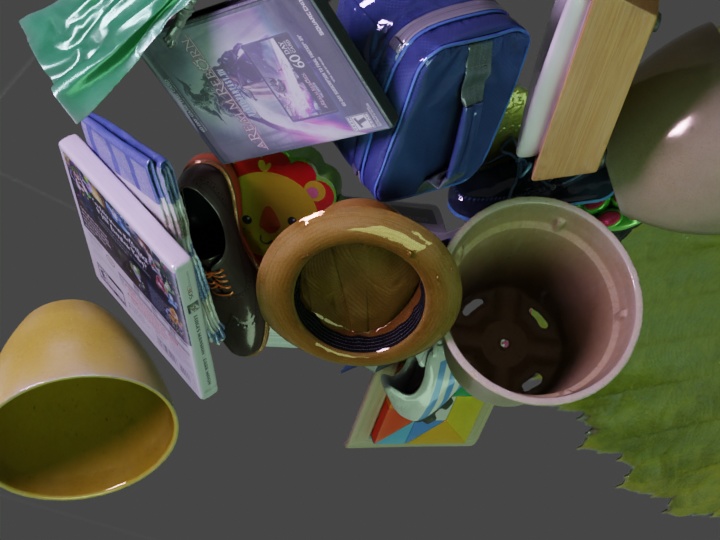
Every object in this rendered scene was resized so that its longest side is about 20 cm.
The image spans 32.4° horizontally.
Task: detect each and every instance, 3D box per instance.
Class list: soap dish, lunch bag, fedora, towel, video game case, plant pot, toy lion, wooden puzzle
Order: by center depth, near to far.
[{"bbox_3d":[-0.082,-0.160,1.026,0.198,0.019,0.143,-8,131,38],"label":"video game case"},{"bbox_3d":[0.051,-0.153,1.076,0.134,0.133,0.201,-17,143,-30],"label":"lunch bag"},{"bbox_3d":[0.203,-0.197,1.089,0.080,0.158,0.202,16,134,3],"label":"soap dish"},{"bbox_3d":[-0.185,-0.038,1.109,0.024,0.146,0.202,-32,129,-24],"label":"towel"},{"bbox_3d":[0.000,0.000,1.116,0.197,0.083,0.202,2,135,2],"label":"fedora"},{"bbox_3d":[-0.200,-0.003,1.127,0.023,0.200,0.183,-31,144,-22],"label":"video game case"},{"bbox_3d":[0.300,-0.118,1.190,0.133,0.202,0.201,-18,140,12],"label":"plant pot"},{"bbox_3d":[-0.107,-0.038,1.192,0.197,0.069,0.194,-3,121,13],"label":"toy lion"},{"bbox_3d":[0.159,0.054,1.240,0.197,0.203,0.184,-11,163,-9],"label":"plant pot"},{"bbox_3d":[-0.292,0.116,1.255,0.197,0.143,0.202,-11,138,-10],"label":"plant pot"},{"bbox_3d":[0.090,0.162,1.527,0.182,0.038,0.201,2,135,-23],"label":"wooden puzzle"}]

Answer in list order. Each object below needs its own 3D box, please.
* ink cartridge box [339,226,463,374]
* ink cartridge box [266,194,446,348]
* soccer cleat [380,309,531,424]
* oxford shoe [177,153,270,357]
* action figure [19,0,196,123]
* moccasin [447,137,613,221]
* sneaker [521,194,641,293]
[{"bbox_3d":[0.057,0.043,1.313,0.099,0.039,0.201,-22,150,-46],"label":"ink cartridge box"},{"bbox_3d":[-0.018,0.006,1.318,0.160,0.051,0.201,4,139,-24],"label":"ink cartridge box"},{"bbox_3d":[0.109,0.089,1.411,0.200,0.070,0.086,-45,122,3],"label":"soccer cleat"},{"bbox_3d":[-0.134,-0.002,1.146,0.070,0.073,0.203,-9,112,16],"label":"oxford shoe"},{"bbox_3d":[-0.171,-0.218,0.987,0.199,0.119,0.055,-38,159,9],"label":"action figure"},{"bbox_3d":[0.177,-0.102,1.257,0.198,0.081,0.069,-16,137,-25],"label":"moccasin"},{"bbox_3d":[0.253,-0.046,1.349,0.199,0.077,0.083,-34,156,20],"label":"sneaker"}]
